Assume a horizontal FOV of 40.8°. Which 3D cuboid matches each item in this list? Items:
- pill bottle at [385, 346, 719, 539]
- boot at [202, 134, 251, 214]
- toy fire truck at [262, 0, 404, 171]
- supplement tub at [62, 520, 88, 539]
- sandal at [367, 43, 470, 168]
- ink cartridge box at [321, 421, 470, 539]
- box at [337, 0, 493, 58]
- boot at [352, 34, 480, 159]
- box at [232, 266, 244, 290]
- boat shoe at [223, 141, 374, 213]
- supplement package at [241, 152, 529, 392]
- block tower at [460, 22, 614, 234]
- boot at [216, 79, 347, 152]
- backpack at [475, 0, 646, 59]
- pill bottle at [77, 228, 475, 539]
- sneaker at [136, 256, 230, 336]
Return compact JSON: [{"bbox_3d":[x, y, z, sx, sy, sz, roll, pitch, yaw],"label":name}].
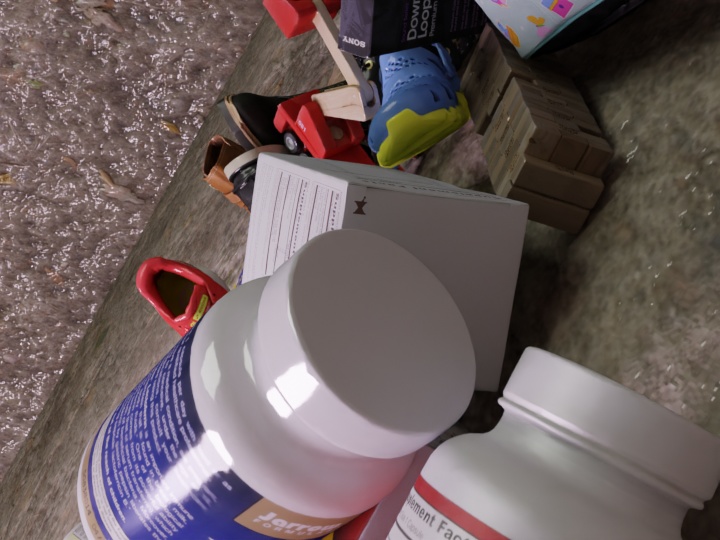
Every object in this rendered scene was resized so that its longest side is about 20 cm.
[{"bbox_3d":[0.055,0.136,0.363,0.200,0.112,0.112,-62,18,-3],"label":"pill bottle"},{"bbox_3d":[-0.102,-0.094,1.058,0.077,0.155,0.200,-56,19,18],"label":"boot"},{"bbox_3d":[-0.018,-0.137,0.827,0.049,0.200,0.141,-28,-16,-29],"label":"toy fire truck"},{"bbox_3d":[-0.160,0.249,0.724,0.200,0.145,0.145,-20,44,64],"label":"supplement tub"},{"bbox_3d":[0.039,-0.136,0.747,0.079,0.087,0.200,-27,9,16],"label":"sandal"},{"bbox_3d":[-0.010,0.153,0.558,0.176,0.084,0.200,-61,19,1],"label":"ink cartridge box"},{"bbox_3d":[0.067,-0.235,0.675,0.036,0.200,0.143,28,127,38],"label":"box"},{"bbox_3d":[0.002,-0.207,0.881,0.154,0.203,0.073,-67,18,-5],"label":"boot"},{"bbox_3d":[-0.098,0.051,0.926,0.200,0.064,0.070,-63,18,-7],"label":"box"},{"bbox_3d":[-0.047,-0.086,0.938,0.074,0.063,0.201,-34,-9,33],"label":"boat shoe"},{"bbox_3d":[0.003,-0.007,0.606,0.200,0.113,0.110,-148,65,-69],"label":"supplement package"},{"bbox_3d":[0.112,-0.101,0.642,0.200,0.058,0.054,-95,26,-57],"label":"block tower"},{"bbox_3d":[-0.040,-0.165,0.950,0.138,0.078,0.200,-31,-9,18],"label":"boot"},{"bbox_3d":[0.142,-0.232,0.597,0.176,0.153,0.200,-47,-1,-19],"label":"backpack"},{"bbox_3d":[-0.044,0.072,0.451,0.200,0.116,0.116,-43,25,41],"label":"pill bottle"},{"bbox_3d":[-0.122,0.052,0.837,0.077,0.200,0.085,-58,-26,-3],"label":"sneaker"}]
